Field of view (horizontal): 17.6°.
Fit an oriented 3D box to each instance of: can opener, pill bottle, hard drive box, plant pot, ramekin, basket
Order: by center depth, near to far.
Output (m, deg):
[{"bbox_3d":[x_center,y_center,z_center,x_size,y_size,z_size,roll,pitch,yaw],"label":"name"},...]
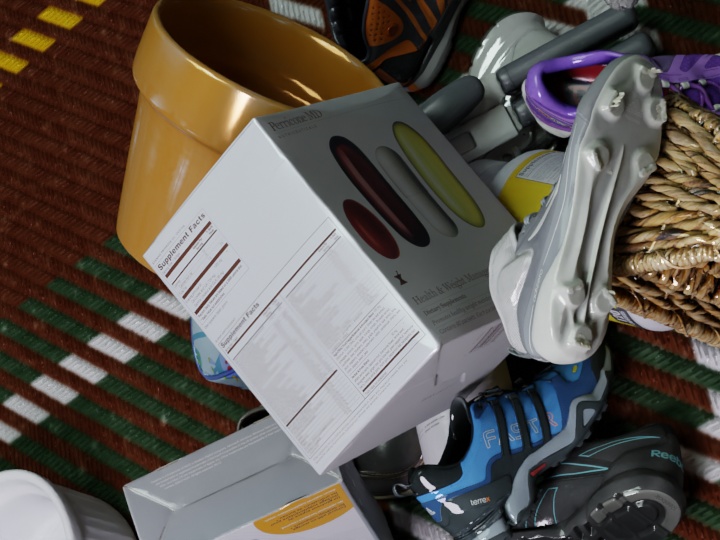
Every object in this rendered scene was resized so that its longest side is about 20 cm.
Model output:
[{"bbox_3d":[0.261,-0.001,1.518,0.149,0.199,0.143,-60,39,9],"label":"basket"},{"bbox_3d":[0.157,-0.027,1.693,0.199,0.112,0.113,14,87,46],"label":"pill bottle"},{"bbox_3d":[0.123,-0.136,1.734,0.199,0.067,0.054,-29,81,6],"label":"can opener"},{"bbox_3d":[-0.066,0.199,1.741,0.155,0.200,0.077,-25,56,3],"label":"hard drive box"},{"bbox_3d":[-0.100,-0.088,1.816,0.200,0.199,0.184,47,121,42],"label":"plant pot"},{"bbox_3d":[-0.279,0.280,2.026,0.200,0.097,0.202,-16,67,41],"label":"ramekin"}]

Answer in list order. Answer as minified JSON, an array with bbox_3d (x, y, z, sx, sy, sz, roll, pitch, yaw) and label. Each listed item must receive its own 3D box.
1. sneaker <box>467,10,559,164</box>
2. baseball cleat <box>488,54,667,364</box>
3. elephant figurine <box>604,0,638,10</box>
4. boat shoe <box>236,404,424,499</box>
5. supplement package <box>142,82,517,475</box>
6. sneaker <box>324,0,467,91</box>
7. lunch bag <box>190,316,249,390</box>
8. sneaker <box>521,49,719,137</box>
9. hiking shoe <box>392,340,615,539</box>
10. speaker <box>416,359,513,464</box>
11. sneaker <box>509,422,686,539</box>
[{"bbox_3d":[0.102,-0.100,1.801,0.087,0.074,0.201,38,105,38],"label":"sneaker"},{"bbox_3d":[0.129,-0.042,1.479,0.106,0.070,0.201,5,75,54],"label":"baseball cleat"},{"bbox_3d":[0.189,-0.287,1.744,0.201,0.155,0.142,64,161,6],"label":"elephant figurine"},{"bbox_3d":[-0.020,0.139,1.838,0.199,0.073,0.075,-5,73,43],"label":"boat shoe"},{"bbox_3d":[0.000,0.000,1.616,0.200,0.191,0.147,50,122,13],"label":"supplement package"},{"bbox_3d":[0.041,-0.249,1.876,0.077,0.112,0.201,18,90,45],"label":"sneaker"},{"bbox_3d":[-0.064,-0.006,1.921,0.160,0.082,0.201,-23,61,38],"label":"lunch bag"},{"bbox_3d":[0.212,-0.120,1.656,0.199,0.083,0.081,0,85,13],"label":"sneaker"},{"bbox_3d":[0.111,0.107,1.660,0.200,0.087,0.074,-52,10,-30],"label":"hiking shoe"},{"bbox_3d":[0.071,0.075,1.763,0.081,0.081,0.201,-32,58,33],"label":"speaker"},{"bbox_3d":[0.157,0.173,1.674,0.200,0.075,0.080,-29,35,37],"label":"sneaker"}]
